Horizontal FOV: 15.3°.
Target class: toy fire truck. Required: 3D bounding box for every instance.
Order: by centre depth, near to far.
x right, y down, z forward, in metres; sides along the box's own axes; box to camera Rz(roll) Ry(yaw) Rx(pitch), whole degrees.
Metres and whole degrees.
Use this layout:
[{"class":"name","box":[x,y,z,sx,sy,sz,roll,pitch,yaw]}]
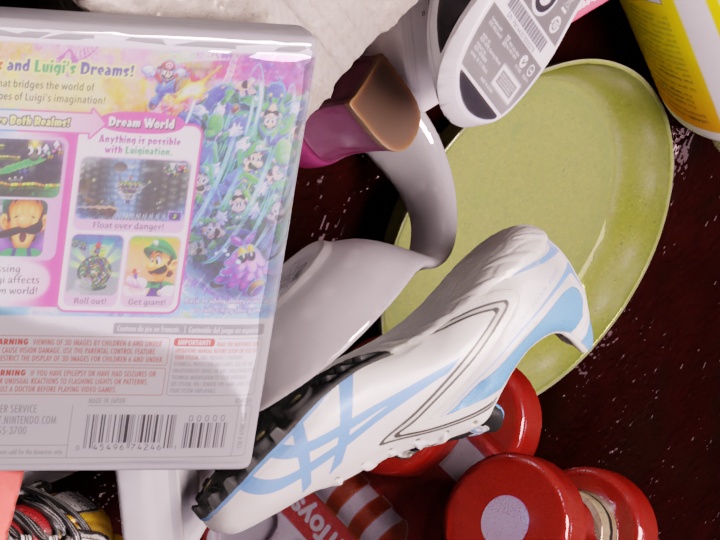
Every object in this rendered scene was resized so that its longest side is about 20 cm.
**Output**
[{"class":"toy fire truck","box":[0.033,0.135,1.267,0.168,0.200,0.112,-51,154,13]}]

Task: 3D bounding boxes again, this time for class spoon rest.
[{"class":"spoon rest","box":[0.000,0.000,1.186,0.061,0.099,0.200,46,38,-13]}]

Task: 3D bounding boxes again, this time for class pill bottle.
[{"class":"pill bottle","box":[0.184,-0.139,1.320,0.109,0.109,0.200,-45,140,-12]}]

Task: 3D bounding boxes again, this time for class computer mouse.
[{"class":"computer mouse","box":[0.081,-0.153,1.125,0.200,0.044,0.110,-54,149,-8]}]

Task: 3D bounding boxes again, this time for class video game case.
[{"class":"video game case","box":[-0.124,-0.010,1.017,0.199,0.024,0.183,1,111,-22]}]

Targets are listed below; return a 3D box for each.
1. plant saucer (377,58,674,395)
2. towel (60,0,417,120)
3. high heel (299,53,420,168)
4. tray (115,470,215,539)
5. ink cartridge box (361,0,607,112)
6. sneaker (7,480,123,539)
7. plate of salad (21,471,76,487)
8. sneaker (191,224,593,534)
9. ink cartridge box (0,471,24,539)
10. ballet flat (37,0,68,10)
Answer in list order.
[{"class":"plant saucer","box":[0.078,-0.020,1.355,0.199,0.031,0.201,-26,133,-31]},{"class":"towel","box":[-0.058,-0.136,1.032,0.133,0.034,0.200,-47,133,-6]},{"class":"high heel","box":[-0.060,-0.121,1.144,0.067,0.096,0.200,-49,121,-31]},{"class":"tray","box":[-0.074,0.053,1.162,0.201,0.022,0.108,90,24,-49]},{"class":"ink cartridge box","box":[0.044,-0.194,1.158,0.144,0.084,0.201,-32,136,-26]},{"class":"sneaker","box":[-0.158,0.120,1.173,0.082,0.078,0.200,-47,151,-2]},{"class":"plate of salad","box":[-0.118,0.021,1.157,0.199,0.048,0.201,-29,140,-27]},{"class":"sneaker","box":[0.016,0.059,1.174,0.200,0.072,0.073,-35,98,-7]},{"class":"ink cartridge box","box":[-0.187,0.036,1.039,0.159,0.047,0.201,13,93,-27]},{"class":"ballet flat","box":[-0.107,-0.138,1.057,0.069,0.069,0.200,-42,139,-16]}]
